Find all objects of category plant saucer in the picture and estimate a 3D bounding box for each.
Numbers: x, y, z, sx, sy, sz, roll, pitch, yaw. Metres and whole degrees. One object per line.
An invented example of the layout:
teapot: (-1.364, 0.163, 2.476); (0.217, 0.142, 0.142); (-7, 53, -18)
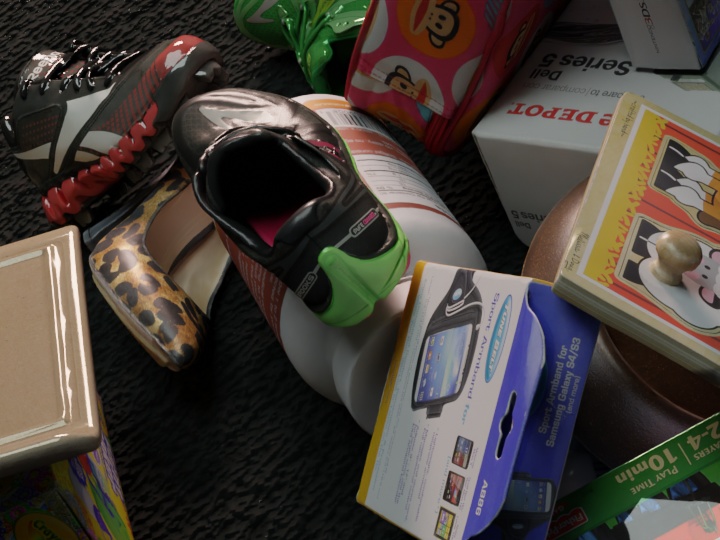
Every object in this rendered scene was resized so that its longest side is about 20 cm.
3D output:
plant saucer: (0.173, 0.017, 1.045); (0.199, 0.032, 0.201); (4, 58, -6)

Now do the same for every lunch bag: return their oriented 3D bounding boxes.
lunch bag: (0.078, -0.173, 1.231); (0.082, 0.200, 0.176); (32, 37, 10)

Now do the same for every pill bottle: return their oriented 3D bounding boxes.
pill bottle: (0.000, 0.000, 1.190); (0.112, 0.112, 0.200); (-30, 37, -2)

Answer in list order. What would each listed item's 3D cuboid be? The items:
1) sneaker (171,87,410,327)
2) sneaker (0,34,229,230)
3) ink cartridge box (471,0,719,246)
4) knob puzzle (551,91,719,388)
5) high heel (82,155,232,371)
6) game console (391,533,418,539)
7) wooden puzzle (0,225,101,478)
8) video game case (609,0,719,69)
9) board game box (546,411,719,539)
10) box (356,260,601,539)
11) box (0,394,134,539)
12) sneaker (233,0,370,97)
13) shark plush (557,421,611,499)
sneaker: (-0.043, -0.049, 1.113); (0.077, 0.084, 0.200); (-47, 37, -1)
sneaker: (-0.152, -0.097, 1.346); (0.071, 0.098, 0.200); (-42, 6, -37)
ink cartridge box: (0.176, -0.100, 1.219); (0.145, 0.084, 0.200); (10, 51, 39)
knob puzzle: (0.189, 0.003, 0.974); (0.220, 0.219, 0.031); (-99, 31, -51)
high heel: (-0.081, -0.023, 1.297); (0.142, 0.072, 0.200); (-36, 28, 0)
game console: (0.014, 0.231, 0.947); (0.200, 0.116, 0.176); (-52, 10, -2)
wooden puzzle: (-0.217, 0.060, 1.115); (0.184, 0.037, 0.200); (-17, 32, 1)
video game case: (0.166, -0.234, 1.162); (0.045, 0.182, 0.200); (4, 46, 36)
board game box: (0.175, 0.150, 0.922); (0.151, 0.037, 0.200); (-28, 57, 0)
box: (0.052, 0.061, 0.992); (0.200, 0.041, 0.120); (-167, 92, -74)
box: (-0.226, 0.128, 1.177); (0.192, 0.122, 0.200); (-26, 37, 1)
sneaker: (-0.015, -0.145, 1.400); (0.200, 0.074, 0.084); (18, 52, 43)
shark plush: (0.138, 0.082, 1.079); (0.083, 0.091, 0.200); (27, 42, 23)
